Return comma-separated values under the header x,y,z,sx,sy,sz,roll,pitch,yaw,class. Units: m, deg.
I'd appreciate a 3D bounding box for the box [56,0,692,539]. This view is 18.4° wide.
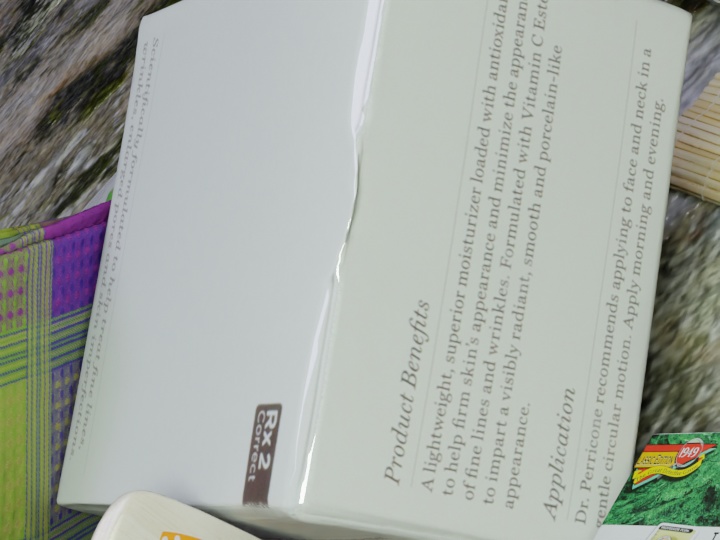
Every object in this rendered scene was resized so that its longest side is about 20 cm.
x,y,z,sx,sy,sz,roll,pitch,yaw,class
0.000,0.000,0.798,0.200,0.130,0.201,-9,69,60,box

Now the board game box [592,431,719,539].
x,y,z,sx,sy,sz,roll,pitch,yaw,class
0.126,0.091,0.634,0.105,0.023,0.200,-55,21,-23,board game box

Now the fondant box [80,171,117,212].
x,y,z,sx,sy,sz,roll,pitch,yaw,class
-0.116,-0.006,1.231,0.144,0.058,0.201,-44,21,31,fondant box

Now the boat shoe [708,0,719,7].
x,y,z,sx,sy,sz,roll,pitch,yaw,class
0.150,-0.159,0.987,0.071,0.061,0.202,-4,33,-7,boat shoe

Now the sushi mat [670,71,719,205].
x,y,z,sx,sy,sz,roll,pitch,yaw,class
0.174,-0.056,0.816,0.096,0.012,0.200,-49,20,-3,sushi mat

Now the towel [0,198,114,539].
x,y,z,sx,sy,sz,roll,pitch,yaw,class
-0.108,0.042,0.879,0.023,0.145,0.200,6,12,18,towel

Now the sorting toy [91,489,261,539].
x,y,z,sx,sy,sz,roll,pitch,yaw,class
-0.077,0.191,0.768,0.200,0.106,0.181,130,159,-70,sorting toy
